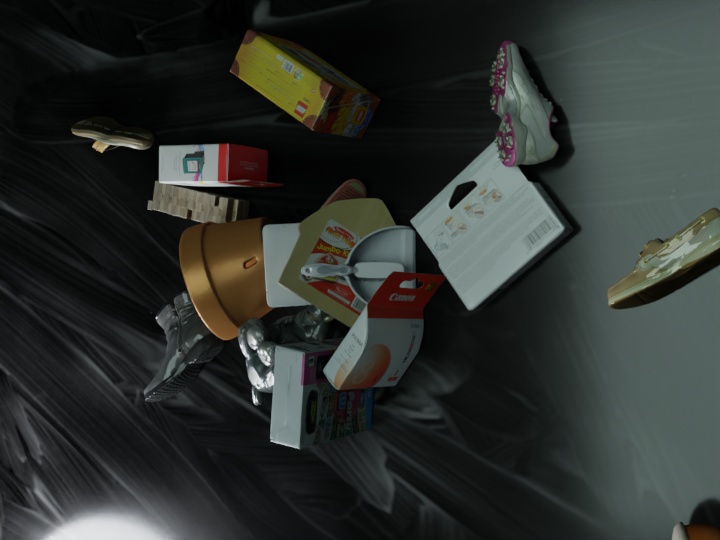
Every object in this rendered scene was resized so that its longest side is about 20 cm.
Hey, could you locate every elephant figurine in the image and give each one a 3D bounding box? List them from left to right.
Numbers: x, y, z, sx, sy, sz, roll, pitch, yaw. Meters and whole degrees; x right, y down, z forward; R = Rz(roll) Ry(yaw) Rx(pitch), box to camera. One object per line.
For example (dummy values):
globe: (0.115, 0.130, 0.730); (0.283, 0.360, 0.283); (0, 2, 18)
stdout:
elephant figurine: (-0.093, 0.115, 1.683); (0.154, 0.198, 0.143); (-15, 99, 56)

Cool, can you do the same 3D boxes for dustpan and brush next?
dustpan and brush: (0.000, 0.000, 1.576); (0.057, 0.196, 0.142); (177, 93, -76)

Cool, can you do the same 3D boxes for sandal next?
sandal: (-0.480, -0.252, 1.943); (0.197, 0.080, 0.055); (17, 121, 26)

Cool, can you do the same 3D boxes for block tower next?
block tower: (-0.295, -0.120, 1.834); (0.197, 0.054, 0.059); (13, 97, 31)

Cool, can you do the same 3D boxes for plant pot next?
plant pot: (-0.197, 0.000, 1.707); (0.138, 0.200, 0.203); (-20, 80, 14)

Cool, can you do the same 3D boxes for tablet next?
tablet: (-0.058, -0.013, 1.630); (0.014, 0.196, 0.133); (172, 94, -74)

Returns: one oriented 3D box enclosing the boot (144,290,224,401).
boot: (-0.346, 0.139, 1.871); (0.200, 0.070, 0.132); (-41, 67, 14)

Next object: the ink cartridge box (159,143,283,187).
ink cartridge box: (-0.242, -0.182, 1.763); (0.197, 0.116, 0.069); (3, 92, 31)

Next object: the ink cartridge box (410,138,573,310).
ink cartridge box: (0.195, -0.068, 1.536); (0.200, 0.043, 0.175); (-42, 69, 25)

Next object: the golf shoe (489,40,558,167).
golf shoe: (0.242, -0.245, 1.496); (0.090, 0.075, 0.204); (0, 72, -10)

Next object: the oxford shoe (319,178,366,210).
oxford shoe: (-0.062, -0.068, 1.682); (0.201, 0.070, 0.074); (-56, 26, 3)

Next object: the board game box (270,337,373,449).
board game box: (-0.056, 0.190, 1.604); (0.063, 0.199, 0.150); (7, 95, 33)

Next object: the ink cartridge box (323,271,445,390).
ink cartridge box: (0.051, 0.095, 1.559); (0.050, 0.161, 0.201); (48, 114, 28)

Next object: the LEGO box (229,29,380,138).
LEGO box: (-0.090, -0.303, 1.647); (0.199, 0.148, 0.078); (38, 110, 26)

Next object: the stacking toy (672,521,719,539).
stacking toy: (0.519, 0.375, 1.311); (0.197, 0.146, 0.148); (-22, 79, 14)

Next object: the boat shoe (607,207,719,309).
boat shoe: (0.422, -0.014, 1.386); (0.199, 0.074, 0.067); (-33, 62, 26)

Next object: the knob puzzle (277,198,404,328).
knob puzzle: (-0.016, -0.024, 1.620); (0.030, 0.216, 0.224); (173, 93, -74)
